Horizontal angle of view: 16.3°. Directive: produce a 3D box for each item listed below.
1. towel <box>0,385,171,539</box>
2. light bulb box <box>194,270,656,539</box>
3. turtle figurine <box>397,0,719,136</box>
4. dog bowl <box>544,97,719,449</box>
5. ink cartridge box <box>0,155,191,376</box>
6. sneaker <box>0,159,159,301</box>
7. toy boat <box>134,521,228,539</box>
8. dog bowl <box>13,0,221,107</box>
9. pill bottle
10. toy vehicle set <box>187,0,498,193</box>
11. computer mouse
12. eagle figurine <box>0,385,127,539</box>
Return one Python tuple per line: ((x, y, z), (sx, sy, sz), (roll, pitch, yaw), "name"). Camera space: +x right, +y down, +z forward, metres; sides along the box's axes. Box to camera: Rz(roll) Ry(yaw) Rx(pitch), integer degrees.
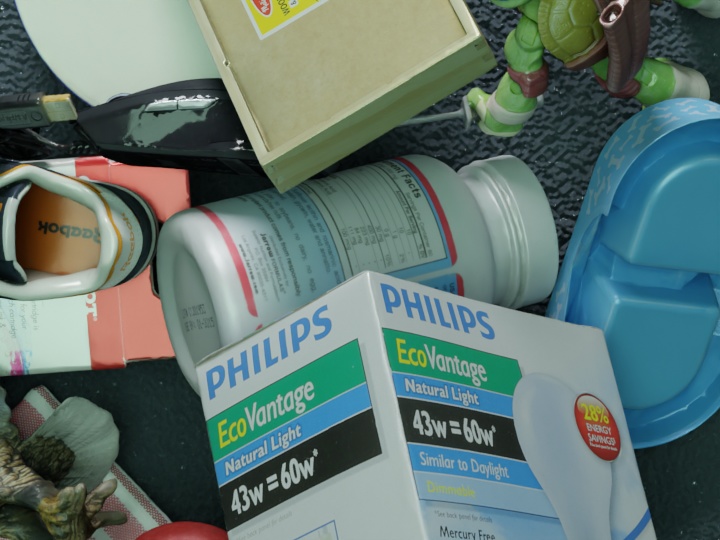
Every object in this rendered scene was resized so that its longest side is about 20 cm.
((-0.203, 0.182, 1.432), (0.200, 0.030, 0.146), (-43, 87, 5), "towel")
((0.042, 0.126, 1.236), (0.124, 0.198, 0.201), (-28, 64, 34), "light bulb box")
((0.097, -0.148, 1.336), (0.199, 0.193, 0.145), (-22, 65, 41), "turtle figurine")
((0.161, -0.002, 1.348), (0.111, 0.050, 0.201), (6, 118, -21), "dog bowl")
((-0.186, -0.002, 1.400), (0.198, 0.067, 0.117), (-4, 93, 4), "ink cartridge box")
((-0.210, -0.025, 1.328), (0.198, 0.079, 0.079), (1, 94, 5), "sneaker")
((-0.051, 0.192, 1.292), (0.199, 0.131, 0.131), (25, 52, 11), "toy boat")
((-0.091, -0.173, 1.378), (0.198, 0.079, 0.202), (0, 93, 4), "dog bowl")
((0.000, 0.000, 1.340), (0.199, 0.109, 0.110), (-14, 92, -21), "pill bottle")
((-0.024, -0.148, 1.265), (0.124, 0.027, 0.201), (-29, 54, 7), "toy vehicle set")
((-0.114, -0.082, 1.278), (0.198, 0.140, 0.046), (4, 84, 15), "computer mouse")
((-0.235, 0.120, 1.349), (0.198, 0.151, 0.153), (14, 78, 14), "eagle figurine")
